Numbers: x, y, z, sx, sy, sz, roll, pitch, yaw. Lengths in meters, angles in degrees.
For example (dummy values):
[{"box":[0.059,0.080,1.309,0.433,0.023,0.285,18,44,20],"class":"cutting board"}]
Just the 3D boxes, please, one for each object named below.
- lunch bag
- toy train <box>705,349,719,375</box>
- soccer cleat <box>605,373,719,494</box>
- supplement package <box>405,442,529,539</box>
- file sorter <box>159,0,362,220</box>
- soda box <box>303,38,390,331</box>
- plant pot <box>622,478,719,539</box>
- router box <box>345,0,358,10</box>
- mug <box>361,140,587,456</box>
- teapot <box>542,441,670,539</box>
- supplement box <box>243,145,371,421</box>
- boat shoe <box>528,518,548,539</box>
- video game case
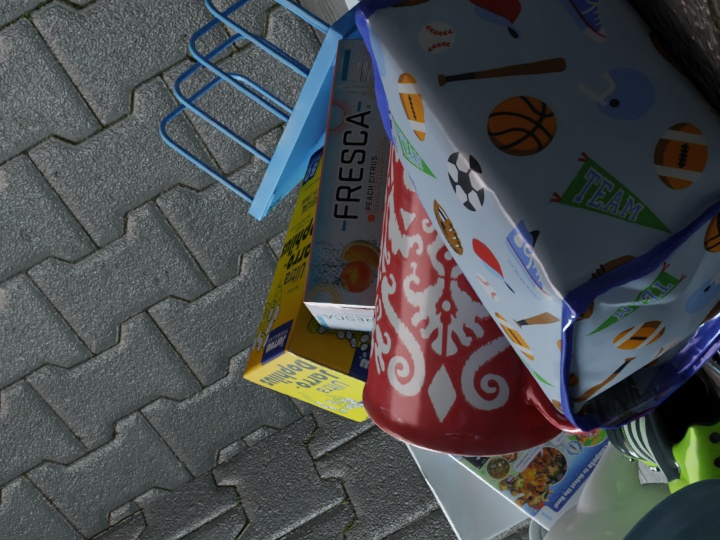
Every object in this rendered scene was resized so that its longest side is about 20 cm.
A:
[{"box":[0.093,-0.032,0.591,0.170,0.124,0.200,60,173,26],"class":"lunch bag"},{"box":[0.171,0.014,0.729,0.046,0.034,0.200,49,-176,-20],"class":"toy train"},{"box":[0.209,0.100,0.868,0.200,0.067,0.081,-121,19,-77],"class":"soccer cleat"},{"box":[0.136,0.118,1.157,0.152,0.200,0.151,61,180,-5],"class":"supplement package"},{"box":[-0.063,-0.173,1.050,0.123,0.139,0.200,35,133,5],"class":"file sorter"},{"box":[0.008,-0.060,0.920,0.068,0.063,0.201,60,-144,-68],"class":"soda box"},{"box":[0.215,0.229,0.691,0.134,0.200,0.201,22,151,45],"class":"plant pot"},{"box":[0.041,-0.209,1.181,0.200,0.049,0.180,61,-179,24],"class":"router box"},{"box":[0.090,-0.003,0.790,0.133,0.177,0.201,-40,-44,-58],"class":"mug"},{"box":[0.242,0.241,1.024,0.197,0.146,0.200,30,142,23],"class":"teapot"},{"box":[0.000,0.000,1.010,0.109,0.201,0.109,22,158,-16],"class":"supplement box"},{"box":[0.240,0.248,1.129,0.201,0.075,0.065,18,-170,0],"class":"boat shoe"},{"box":[0.122,0.100,1.058,0.200,0.143,0.018,37,-167,-3],"class":"video game case"}]
